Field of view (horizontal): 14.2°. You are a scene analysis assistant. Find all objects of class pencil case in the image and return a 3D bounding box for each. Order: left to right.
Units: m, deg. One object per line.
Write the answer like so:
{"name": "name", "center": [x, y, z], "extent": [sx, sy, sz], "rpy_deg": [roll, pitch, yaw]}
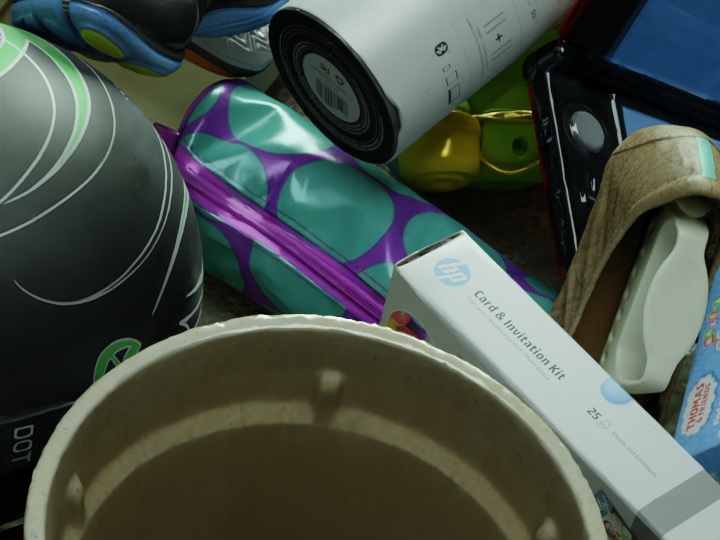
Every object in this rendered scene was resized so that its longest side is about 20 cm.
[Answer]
{"name": "pencil case", "center": [0.000, 0.000, 1.240], "extent": [0.200, 0.085, 0.092], "rpy_deg": [34, 14, 20]}

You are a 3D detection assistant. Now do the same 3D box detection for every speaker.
{"name": "speaker", "center": [0.059, -0.134, 1.240], "extent": [0.200, 0.081, 0.081], "rpy_deg": [-40, 65, -22]}

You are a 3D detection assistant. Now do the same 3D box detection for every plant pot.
{"name": "plant pot", "center": [-0.025, 0.151, 1.034], "extent": [0.199, 0.184, 0.201], "rpy_deg": [6, 48, -6]}

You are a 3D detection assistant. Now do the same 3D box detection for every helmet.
{"name": "helmet", "center": [-0.156, -0.002, 1.084], "extent": [0.199, 0.201, 0.191], "rpy_deg": [27, 35, 13]}

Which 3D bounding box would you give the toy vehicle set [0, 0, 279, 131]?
{"name": "toy vehicle set", "center": [-0.077, -0.139, 1.336], "extent": [0.124, 0.027, 0.200], "rpy_deg": [33, 74, 19]}

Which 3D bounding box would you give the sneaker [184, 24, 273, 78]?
{"name": "sneaker", "center": [-0.132, -0.140, 1.290], "extent": [0.200, 0.112, 0.078], "rpy_deg": [39, 45, -8]}

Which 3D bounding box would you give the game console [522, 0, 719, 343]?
{"name": "game console", "center": [0.180, -0.062, 1.242], "extent": [0.199, 0.119, 0.173], "rpy_deg": [16, 55, -39]}

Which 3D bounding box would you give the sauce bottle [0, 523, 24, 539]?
{"name": "sauce bottle", "center": [-0.130, 0.136, 1.078], "extent": [0.066, 0.066, 0.200], "rpy_deg": [26, 26, 12]}

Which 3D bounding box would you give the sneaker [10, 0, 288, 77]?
{"name": "sneaker", "center": [-0.078, -0.129, 1.155], "extent": [0.070, 0.083, 0.200], "rpy_deg": [20, 22, 16]}

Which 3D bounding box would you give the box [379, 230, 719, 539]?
{"name": "box", "center": [0.075, 0.106, 1.115], "extent": [0.041, 0.156, 0.200], "rpy_deg": [-28, 58, -32]}

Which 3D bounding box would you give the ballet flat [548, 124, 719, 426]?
{"name": "ballet flat", "center": [0.103, 0.042, 1.149], "extent": [0.068, 0.201, 0.072], "rpy_deg": [16, 15, -17]}

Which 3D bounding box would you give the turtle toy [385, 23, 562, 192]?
{"name": "turtle toy", "center": [0.082, -0.094, 1.331], "extent": [0.199, 0.101, 0.146], "rpy_deg": [1, 71, -13]}

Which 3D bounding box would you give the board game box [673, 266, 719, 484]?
{"name": "board game box", "center": [0.212, 0.079, 1.175], "extent": [0.200, 0.037, 0.152], "rpy_deg": [42, 43, -22]}
